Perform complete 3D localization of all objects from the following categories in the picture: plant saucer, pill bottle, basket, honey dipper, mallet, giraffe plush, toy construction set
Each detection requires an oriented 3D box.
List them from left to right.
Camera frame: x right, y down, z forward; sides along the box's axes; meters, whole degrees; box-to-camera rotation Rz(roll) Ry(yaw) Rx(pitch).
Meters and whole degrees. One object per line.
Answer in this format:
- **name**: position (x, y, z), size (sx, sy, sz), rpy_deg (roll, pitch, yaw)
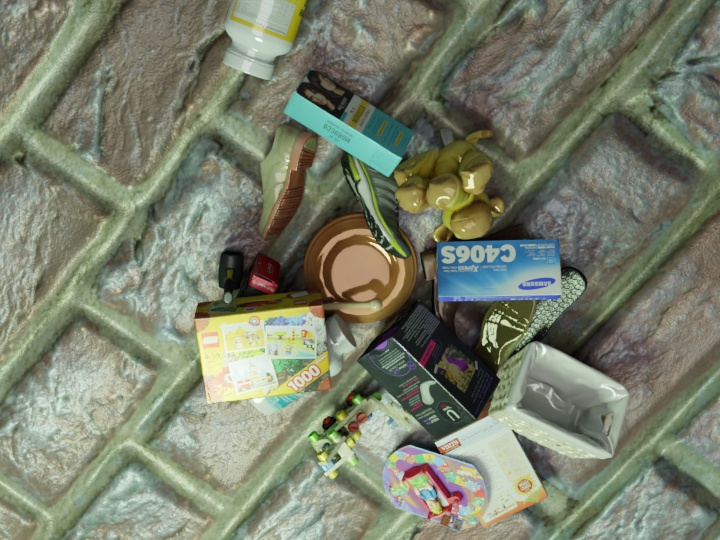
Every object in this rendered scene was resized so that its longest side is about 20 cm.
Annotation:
- **mallet**: position (-0.216, 0.028, 1.365), size (0.041, 0.200, 0.066), rpy_deg (4, 110, -8)
- **pill bottle**: position (-0.145, -0.406, 1.290), size (0.112, 0.112, 0.200), rpy_deg (20, 105, -5)
- **pill bottle**: position (-0.107, 0.157, 1.444), size (0.200, 0.111, 0.111), rpy_deg (-33, 103, 9)
- **honey dipper**: position (-0.055, 0.063, 1.417), size (0.200, 0.038, 0.038), rpy_deg (-2, 107, 26)
- **toy construction set**: position (-0.005, 0.275, 1.454), size (0.200, 0.131, 0.092), rpy_deg (-27, 98, -20)
- **plant saucer**: position (0.000, 0.000, 1.439), size (0.200, 0.037, 0.200), rpy_deg (0, 106, 1)
- **giraffe plush**: position (0.158, -0.118, 1.352), size (0.172, 0.200, 0.162), rpy_deg (-8, 124, 25)
- **basket**: position (0.337, 0.231, 1.434), size (0.200, 0.123, 0.136), rpy_deg (27, 66, -6)

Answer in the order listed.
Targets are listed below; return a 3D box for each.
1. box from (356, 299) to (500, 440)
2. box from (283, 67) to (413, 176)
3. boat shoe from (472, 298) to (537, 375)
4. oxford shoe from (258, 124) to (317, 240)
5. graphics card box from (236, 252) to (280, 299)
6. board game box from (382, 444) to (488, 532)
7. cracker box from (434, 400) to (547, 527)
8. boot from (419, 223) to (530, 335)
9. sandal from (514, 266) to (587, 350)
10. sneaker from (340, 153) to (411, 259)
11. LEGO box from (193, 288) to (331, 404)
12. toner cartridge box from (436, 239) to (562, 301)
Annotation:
- **box**: position (0.116, 0.171, 1.415), size (0.200, 0.106, 0.122), rpy_deg (45, 139, -4)
- **box**: position (-0.017, -0.240, 1.342), size (0.200, 0.082, 0.049), rpy_deg (31, 136, -7)
- **boat shoe**: position (0.247, 0.108, 1.436), size (0.073, 0.063, 0.201), rpy_deg (28, 114, 17)
- **oxford shoe**: position (-0.136, -0.148, 1.395), size (0.074, 0.071, 0.200), rpy_deg (28, 106, 19)
- **graphics card box**: position (-0.199, 0.081, 1.416), size (0.051, 0.125, 0.200), rpy_deg (25, 103, -11)
- **board game box**: position (0.130, 0.406, 1.509), size (0.200, 0.039, 0.158), rpy_deg (15, 120, 14)
- **cracker box**: position (0.238, 0.353, 1.523), size (0.134, 0.058, 0.200), rpy_deg (-28, 104, 7)
- **boot**: position (0.218, 0.027, 1.438), size (0.200, 0.064, 0.187), rpy_deg (-14, 107, -1)
- **sandal**: position (0.316, 0.068, 1.445), size (0.075, 0.045, 0.200), rpy_deg (46, 116, 4)
- **sneaker**: position (0.043, -0.114, 1.375), size (0.081, 0.074, 0.200), rpy_deg (-24, 89, -10)
- **LEGO box**: position (-0.153, 0.120, 1.326), size (0.200, 0.077, 0.149), rpy_deg (-7, 108, -4)
- **toner cartridge box**: position (0.226, 0.000, 1.368), size (0.200, 0.043, 0.095), rpy_deg (-2, 78, 5)
